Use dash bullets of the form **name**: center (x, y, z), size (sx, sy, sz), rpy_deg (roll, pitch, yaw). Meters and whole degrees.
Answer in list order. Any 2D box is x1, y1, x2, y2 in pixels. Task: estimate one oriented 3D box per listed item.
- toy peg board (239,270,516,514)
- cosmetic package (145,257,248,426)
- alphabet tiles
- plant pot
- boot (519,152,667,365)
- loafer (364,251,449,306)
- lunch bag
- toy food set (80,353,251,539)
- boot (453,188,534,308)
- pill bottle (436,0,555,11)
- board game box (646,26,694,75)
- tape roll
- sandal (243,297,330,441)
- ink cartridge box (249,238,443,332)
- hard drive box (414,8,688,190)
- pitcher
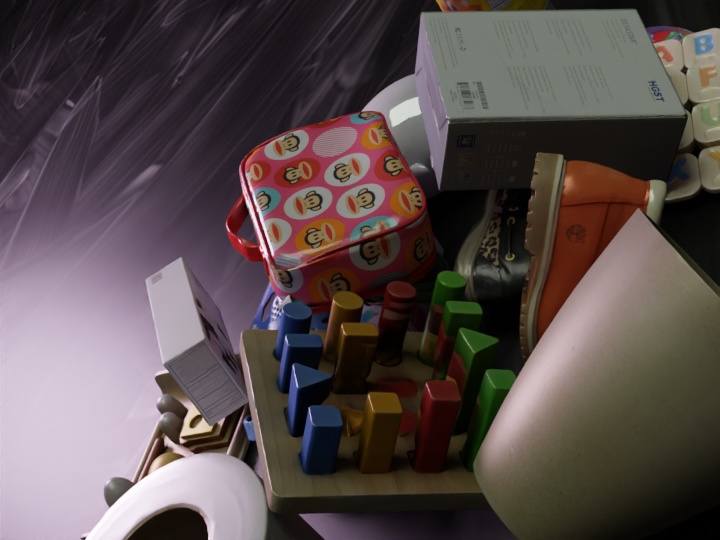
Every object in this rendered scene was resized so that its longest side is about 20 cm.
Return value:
- **toy peg board**: center (0.019, 0.080, 0.842), size (0.197, 0.099, 0.201), rpy_deg (3, 31, -16)
- **cosmetic package**: center (-0.163, 0.065, 1.076), size (0.050, 0.083, 0.200), rpy_deg (-31, 27, -2)
- **alphabet tiles**: center (0.311, -0.147, 0.958), size (0.198, 0.015, 0.197), rpy_deg (-11, 49, 23)
- **plant pot**: center (0.177, 0.097, 0.719), size (0.200, 0.187, 0.188), rpy_deg (-45, 32, 14)
- **boot**: center (0.174, 0.010, 0.824), size (0.106, 0.202, 0.075), rpy_deg (7, 38, 9)
- **loafer**: center (0.000, 0.000, 1.025), size (0.198, 0.064, 0.072), rpy_deg (18, 40, 33)
- **lunch bag**: center (-0.034, -0.053, 0.978), size (0.174, 0.082, 0.201), rpy_deg (-18, 41, -1)
- **toy food set**: center (-0.182, 0.172, 1.059), size (0.142, 0.061, 0.201), rpy_deg (-15, 41, 33)
- **boot**: center (0.179, -0.043, 0.951), size (0.149, 0.074, 0.201), rpy_deg (-1, 40, 36)
- **pill bottle**: center (0.135, -0.315, 1.190), size (0.108, 0.200, 0.110), rpy_deg (-25, 35, 20)
- **board game box**: center (0.243, -0.189, 1.083), size (0.200, 0.039, 0.158), rpy_deg (-40, 34, -1)
- **tape roll**: center (-0.114, 0.260, 0.823), size (0.201, 0.139, 0.204), rpy_deg (-26, 35, 20)
- **sandal**: center (-0.061, 0.094, 0.978), size (0.079, 0.087, 0.202), rpy_deg (-26, 48, 26)
- **ink cartridge box**: center (-0.019, 0.032, 1.082), size (0.198, 0.042, 0.120), rpy_deg (-11, 44, 32)
- **hard drive box**: center (0.155, -0.149, 0.928), size (0.197, 0.077, 0.157), rpy_deg (-2, 46, -5)
- **pitcher**: center (0.034, -0.104, 1.117), size (0.199, 0.121, 0.172), rpy_deg (-34, 32, 15)
